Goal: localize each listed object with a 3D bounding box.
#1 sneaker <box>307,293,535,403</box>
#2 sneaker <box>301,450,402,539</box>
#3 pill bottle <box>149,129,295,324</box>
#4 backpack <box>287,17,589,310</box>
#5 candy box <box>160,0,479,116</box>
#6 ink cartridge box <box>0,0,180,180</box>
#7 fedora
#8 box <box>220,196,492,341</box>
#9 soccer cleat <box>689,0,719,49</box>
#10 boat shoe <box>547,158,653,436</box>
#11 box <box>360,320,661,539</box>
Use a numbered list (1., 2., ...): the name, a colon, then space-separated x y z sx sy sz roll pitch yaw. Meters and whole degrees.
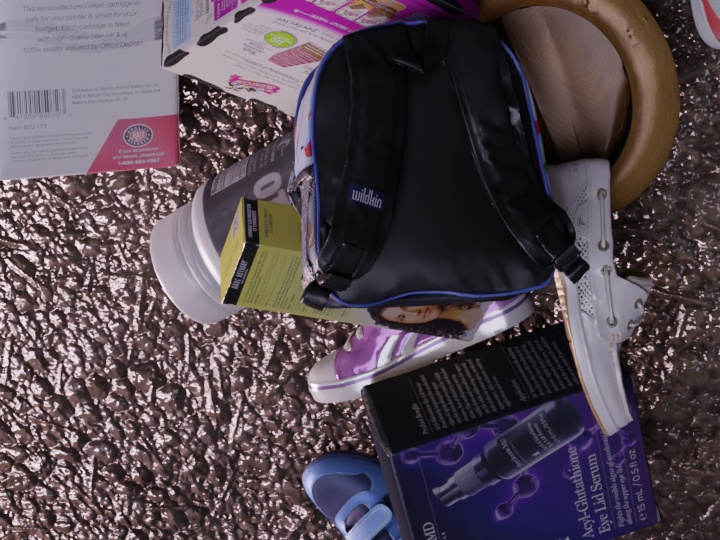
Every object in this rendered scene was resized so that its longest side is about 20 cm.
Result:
1. sneaker: 0.028 0.023 1.394 0.200 0.073 0.115 -28 103 14
2. sneaker: 0.031 0.233 1.484 0.200 0.082 0.074 39 120 -3
3. pill bottle: -0.060 -0.041 1.357 0.199 0.113 0.113 -28 106 25
4. backpack: 0.039 -0.072 1.184 0.199 0.154 0.192 -3 90 -17
5. candy box: -0.032 -0.186 1.237 0.136 0.061 0.199 18 151 -39
6. ink cartridge box: -0.214 -0.179 1.319 0.145 0.083 0.201 -5 117 -14
7. fedora: 0.143 -0.138 1.272 0.199 0.082 0.202 6 115 13
8. box: 0.000 0.000 1.284 0.199 0.050 0.075 9 137 -14
9. soccer cleat: 0.252 -0.244 1.185 0.073 0.068 0.201 16 132 52
10. boat shoe: 0.176 0.018 1.238 0.069 0.071 0.201 -14 100 5
11. box: 0.117 0.144 1.357 0.199 0.104 0.149 -19 119 -4
